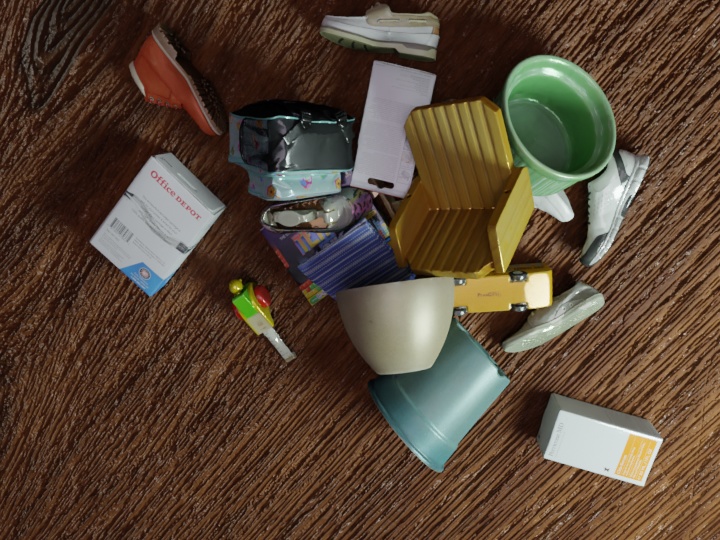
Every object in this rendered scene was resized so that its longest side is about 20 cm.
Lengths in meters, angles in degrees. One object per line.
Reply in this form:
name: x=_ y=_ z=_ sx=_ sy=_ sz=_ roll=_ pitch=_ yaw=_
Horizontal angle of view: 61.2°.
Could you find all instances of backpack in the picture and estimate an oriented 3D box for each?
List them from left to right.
backpack: x=-0.120 y=-0.197 z=0.976 sx=0.172 sy=0.198 sz=0.158 roll=-14 pitch=121 yaw=-37

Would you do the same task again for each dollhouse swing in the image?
dollhouse swing: x=0.126 y=-0.120 z=0.896 sx=0.196 sy=0.184 sz=0.177 roll=5 pitch=143 yaw=42

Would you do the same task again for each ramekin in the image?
ramekin: x=0.286 y=-0.217 z=0.947 sx=0.193 sy=0.098 sz=0.207 roll=5 pitch=72 yaw=-16

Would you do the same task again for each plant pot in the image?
plant pot: x=0.063 y=0.092 z=0.984 sx=0.193 sy=0.200 sz=0.140 roll=-8 pitch=85 yaw=7
plant pot: x=0.146 y=0.206 z=1.072 sx=0.196 sy=0.200 sz=0.200 roll=-44 pitch=98 yaw=6

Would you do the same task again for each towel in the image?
towel: x=0.000 y=0.000 z=1.050 sx=0.143 sy=0.024 sz=0.200 roll=-33 pitch=140 yaw=13

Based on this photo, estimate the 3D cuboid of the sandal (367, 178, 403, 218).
sandal: x=0.083 y=-0.109 z=1.045 sx=0.069 sy=0.078 sz=0.213 roll=-37 pitch=94 yaw=19

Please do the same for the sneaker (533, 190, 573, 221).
sneaker: x=0.272 y=-0.144 z=1.032 sx=0.200 sy=0.075 sz=0.089 roll=44 pitch=116 yaw=0

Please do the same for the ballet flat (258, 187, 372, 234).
ballet flat: x=-0.076 y=-0.092 z=1.009 sx=0.193 sy=0.071 sz=0.072 roll=-7 pitch=102 yaw=6

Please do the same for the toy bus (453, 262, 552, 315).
toy bus: x=0.235 y=0.030 z=1.068 sx=0.192 sy=0.079 sz=0.067 roll=-4 pitch=106 yaw=6

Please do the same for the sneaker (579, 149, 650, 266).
sneaker: x=0.411 y=-0.107 z=1.031 sx=0.078 sy=0.074 sz=0.206 roll=23 pitch=102 yaw=13

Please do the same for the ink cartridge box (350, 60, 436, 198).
ink cartridge box: x=0.053 y=-0.232 z=1.016 sx=0.105 sy=0.050 sz=0.207 roll=12 pitch=98 yaw=1

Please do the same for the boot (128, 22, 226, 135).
boot: x=-0.310 y=-0.299 z=1.034 sx=0.106 sy=0.075 sz=0.203 roll=-35 pitch=91 yaw=16

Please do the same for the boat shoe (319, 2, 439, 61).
boat shoe: x=0.032 y=-0.391 z=0.982 sx=0.193 sy=0.075 sz=0.071 roll=9 pitch=100 yaw=-5

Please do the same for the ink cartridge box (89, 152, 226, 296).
ink cartridge box: x=-0.357 y=-0.084 z=1.083 sx=0.144 sy=0.084 sz=0.200 roll=42 pitch=105 yaw=-7

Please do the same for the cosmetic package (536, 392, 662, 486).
cosmetic package: x=0.439 y=0.313 z=1.129 sx=0.193 sy=0.071 sz=0.105 roll=15 pitch=106 yaw=1

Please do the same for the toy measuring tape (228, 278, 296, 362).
toy measuring tape: x=-0.181 y=0.085 z=1.137 sx=0.072 sy=0.074 sz=0.202 roll=-28 pitch=123 yaw=11

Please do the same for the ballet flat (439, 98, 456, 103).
ballet flat: x=0.139 y=-0.180 z=1.023 sx=0.063 sy=0.070 sz=0.208 roll=-6 pitch=98 yaw=-23

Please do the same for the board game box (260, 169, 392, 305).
board game box: x=-0.052 y=-0.065 z=1.079 sx=0.197 sy=0.057 sz=0.167 roll=-34 pitch=101 yaw=12

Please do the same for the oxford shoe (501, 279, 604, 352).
oxford shoe: x=0.337 y=0.084 z=1.088 sx=0.198 sy=0.075 sz=0.059 roll=-36 pitch=60 yaw=20
